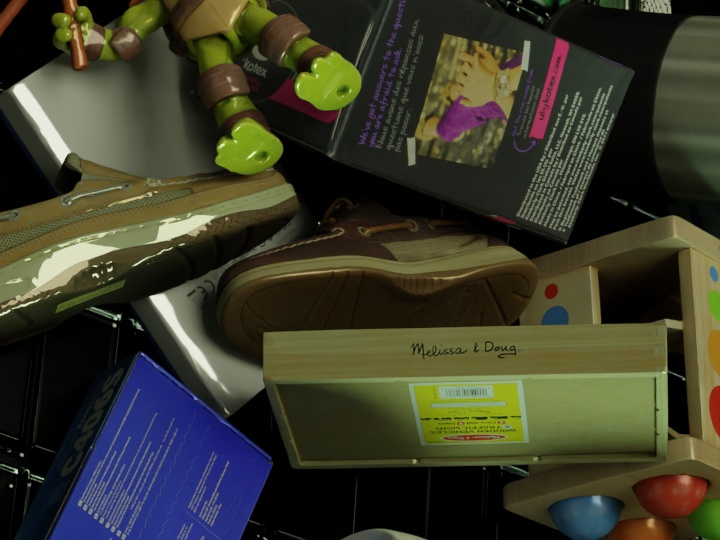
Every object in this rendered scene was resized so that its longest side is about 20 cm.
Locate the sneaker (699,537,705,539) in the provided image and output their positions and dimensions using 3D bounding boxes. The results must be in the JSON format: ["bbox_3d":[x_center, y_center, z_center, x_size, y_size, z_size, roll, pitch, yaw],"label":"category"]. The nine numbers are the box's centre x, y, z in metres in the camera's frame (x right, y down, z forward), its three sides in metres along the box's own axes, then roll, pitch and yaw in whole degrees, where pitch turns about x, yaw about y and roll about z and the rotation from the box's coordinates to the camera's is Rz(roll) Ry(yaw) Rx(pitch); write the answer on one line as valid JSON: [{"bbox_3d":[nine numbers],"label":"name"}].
[{"bbox_3d":[0.244,0.182,1.635,0.076,0.115,0.201,30,54,-27],"label":"sneaker"}]

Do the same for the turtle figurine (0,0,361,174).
[{"bbox_3d":[-0.080,-0.122,1.443,0.200,0.064,0.161,-30,57,-7],"label":"turtle figurine"}]

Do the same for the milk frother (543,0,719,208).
[{"bbox_3d":[0.197,-0.140,1.618,0.200,0.187,0.181,60,44,-49],"label":"milk frother"}]

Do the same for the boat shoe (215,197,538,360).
[{"bbox_3d":[0.000,0.000,1.515,0.199,0.072,0.072,-7,45,-35],"label":"boat shoe"}]

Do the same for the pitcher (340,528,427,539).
[{"bbox_3d":[0.048,0.210,1.465,0.200,0.121,0.172,50,26,-27],"label":"pitcher"}]

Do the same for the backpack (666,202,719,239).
[{"bbox_3d":[0.278,-0.018,1.753,0.199,0.154,0.164,9,63,-23],"label":"backpack"}]

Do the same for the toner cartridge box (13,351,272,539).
[{"bbox_3d":[-0.120,0.146,1.385,0.095,0.043,0.200,40,49,-19],"label":"toner cartridge box"}]

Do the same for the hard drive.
[{"bbox_3d":[-0.092,-0.035,1.503,0.132,0.025,0.200,-39,98,-44],"label":"hard drive"}]

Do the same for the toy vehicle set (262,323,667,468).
[{"bbox_3d":[0.056,0.065,1.448,0.199,0.124,0.027,-1,66,4],"label":"toy vehicle set"}]

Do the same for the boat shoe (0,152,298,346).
[{"bbox_3d":[-0.126,-0.026,1.417,0.199,0.072,0.076,-18,72,-29],"label":"boat shoe"}]

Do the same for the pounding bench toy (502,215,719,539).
[{"bbox_3d":[0.182,0.085,1.615,0.200,0.124,0.157,25,56,-48],"label":"pounding bench toy"}]

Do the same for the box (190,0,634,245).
[{"bbox_3d":[0.030,-0.099,1.529,0.200,0.122,0.106,19,95,-45],"label":"box"}]

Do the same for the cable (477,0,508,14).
[{"bbox_3d":[0.045,-0.167,1.689,0.200,0.050,0.097,46,29,-32],"label":"cable"}]
